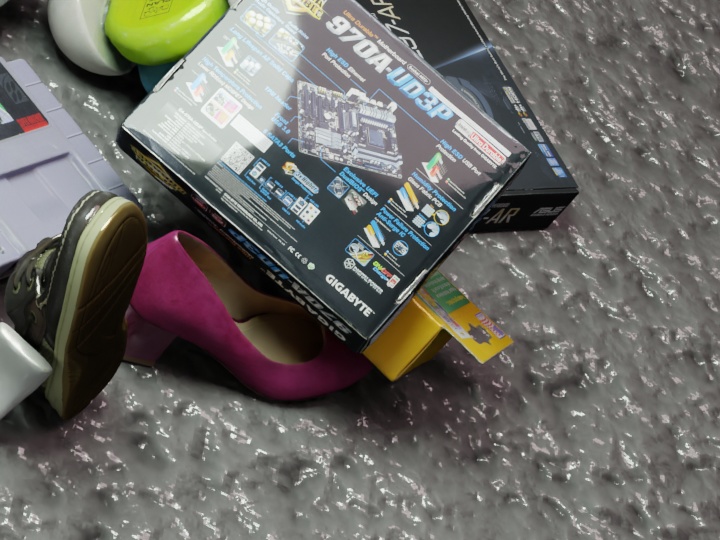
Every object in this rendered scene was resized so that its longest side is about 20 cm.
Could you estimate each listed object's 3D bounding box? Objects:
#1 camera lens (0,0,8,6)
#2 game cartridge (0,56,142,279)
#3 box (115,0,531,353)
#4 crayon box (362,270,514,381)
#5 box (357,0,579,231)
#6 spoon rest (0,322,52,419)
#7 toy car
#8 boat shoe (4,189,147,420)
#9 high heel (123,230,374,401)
[{"bbox_3d":[-0.287,-0.265,1.713,0.200,0.160,0.160,40,35,18],"label":"camera lens"},{"bbox_3d":[-0.215,-0.063,1.646,0.130,0.038,0.200,55,23,3],"label":"game cartridge"},{"bbox_3d":[-0.023,-0.074,1.684,0.200,0.046,0.159,40,74,2],"label":"box"},{"bbox_3d":[0.000,0.000,1.763,0.200,0.052,0.126,44,12,6],"label":"crayon box"},{"bbox_3d":[0.044,-0.117,1.964,0.160,0.044,0.200,-3,54,-43],"label":"box"},{"bbox_3d":[-0.247,0.107,1.485,0.099,0.061,0.200,43,50,6],"label":"spoon rest"},{"bbox_3d":[-0.095,-0.175,1.836,0.200,0.175,0.150,-70,143,-52],"label":"toy car"},{"bbox_3d":[-0.165,0.015,1.538,0.065,0.200,0.073,34,56,10],"label":"boat shoe"},{"bbox_3d":[-0.057,0.025,1.687,0.200,0.096,0.067,5,49,-37],"label":"high heel"}]
